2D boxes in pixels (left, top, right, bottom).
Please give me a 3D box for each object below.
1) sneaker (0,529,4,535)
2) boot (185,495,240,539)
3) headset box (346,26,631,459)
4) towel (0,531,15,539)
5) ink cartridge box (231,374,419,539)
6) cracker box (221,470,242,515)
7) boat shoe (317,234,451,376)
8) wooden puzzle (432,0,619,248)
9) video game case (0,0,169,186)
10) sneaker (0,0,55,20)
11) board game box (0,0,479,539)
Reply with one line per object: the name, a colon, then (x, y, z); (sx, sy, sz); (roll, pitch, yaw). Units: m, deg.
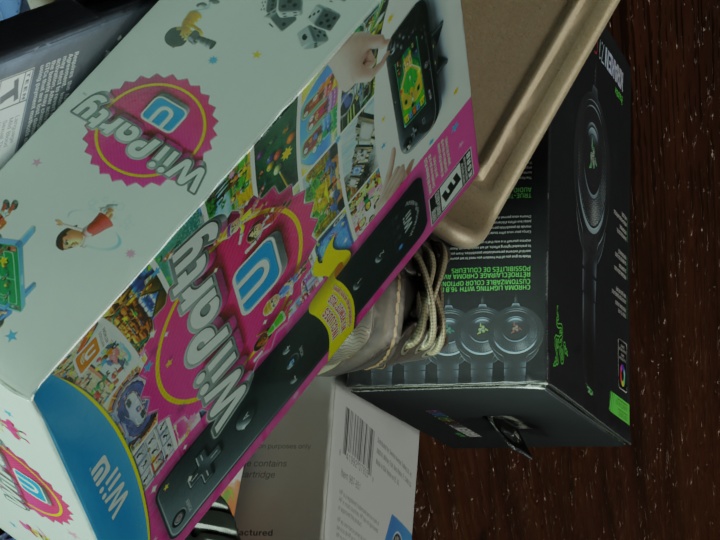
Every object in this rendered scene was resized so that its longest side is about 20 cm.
sneaker: (-0.139, 0.090, 1.145); (0.200, 0.075, 0.116); (9, 86, -61)
boot: (-0.070, 0.202, 1.026); (0.158, 0.079, 0.212); (84, 14, -55)
headset box: (0.062, -0.016, 1.213); (0.174, 0.092, 0.201); (37, 53, -69)
towel: (-0.171, 0.186, 1.087); (0.200, 0.024, 0.145); (-41, 150, 7)
ink cartridge box: (-0.027, 0.051, 1.217); (0.145, 0.083, 0.201); (49, 43, -66)
cracker box: (-0.081, -0.001, 1.095); (0.134, 0.057, 0.201); (47, 51, -65)
boat shoe: (0.000, 0.000, 1.017); (0.200, 0.073, 0.075); (-137, -125, -77)
wooden puzzle: (0.011, -0.134, 1.030); (0.201, 0.184, 0.037); (-60, -171, -15)
video game case: (-0.073, -0.033, 0.864); (0.200, 0.019, 0.144); (-30, 144, -51)
sneaker: (-0.140, -0.108, 0.921); (0.082, 0.074, 0.201); (-35, 136, -47)
board game box: (-0.047, -0.012, 0.842); (0.200, 0.064, 0.148); (-50, 155, -20)
